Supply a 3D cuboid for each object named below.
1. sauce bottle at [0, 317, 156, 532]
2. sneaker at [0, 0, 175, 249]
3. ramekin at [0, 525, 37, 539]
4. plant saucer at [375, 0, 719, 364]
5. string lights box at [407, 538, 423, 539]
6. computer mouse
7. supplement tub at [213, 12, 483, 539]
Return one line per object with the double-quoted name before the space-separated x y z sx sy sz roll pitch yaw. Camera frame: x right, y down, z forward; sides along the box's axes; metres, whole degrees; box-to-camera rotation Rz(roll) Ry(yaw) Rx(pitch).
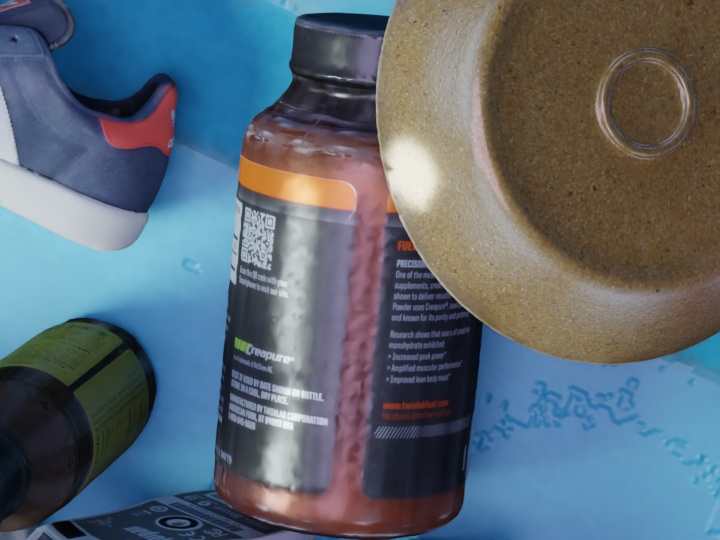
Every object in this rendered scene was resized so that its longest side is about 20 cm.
"sauce bottle" -0.134 0.066 1.174 0.064 0.200 0.065 2 99 11
"sneaker" -0.166 -0.084 1.198 0.199 0.075 0.085 23 98 -22
"ramekin" -0.240 0.146 1.251 0.201 0.094 0.204 1 97 13
"plant saucer" 0.104 -0.064 1.146 0.199 0.035 0.202 0 90 -22
"string lights box" 0.017 0.222 1.219 0.059 0.102 0.201 3 102 42
"computer mouse" -0.098 0.128 1.190 0.109 0.199 0.044 16 107 46
"supplement tub" 0.000 0.000 1.189 0.106 0.107 0.201 8 101 8
